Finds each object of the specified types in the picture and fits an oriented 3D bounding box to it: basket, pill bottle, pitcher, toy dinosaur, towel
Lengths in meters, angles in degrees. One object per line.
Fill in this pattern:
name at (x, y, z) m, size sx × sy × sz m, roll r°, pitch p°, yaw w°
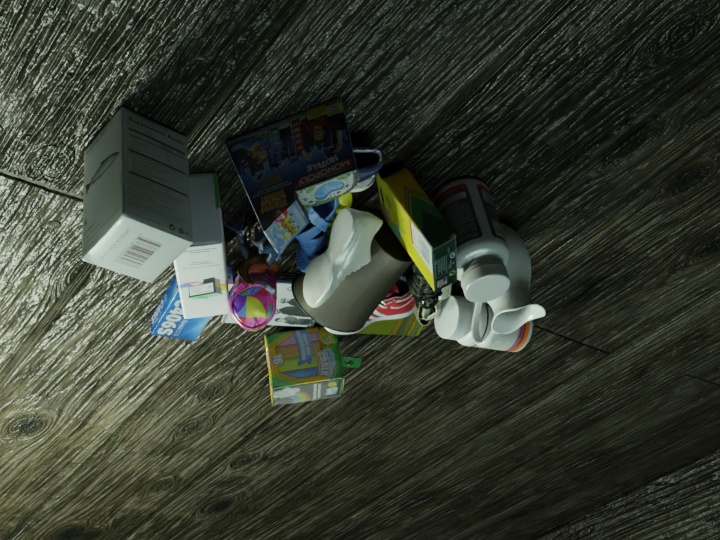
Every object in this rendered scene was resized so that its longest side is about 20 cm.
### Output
basket at (0.000, 0.000, 1.515) m, size 0.178 × 0.138 × 0.200 m, roll 18°, pitch 132°, yaw -36°
pill bottle at (0.196, -0.051, 1.438) m, size 0.108 × 0.203 × 0.112 m, roll -8°, pitch 146°, yaw -6°
pitcher at (0.254, 0.028, 1.568) m, size 0.120 × 0.203 × 0.171 m, roll 16°, pitch 137°, yaw -35°
toy dinosaur at (-0.180, -0.023, 1.409) m, size 0.103 × 0.203 × 0.183 m, roll 10°, pitch 149°, yaw 12°
pill bottle at (0.262, 0.110, 1.766) m, size 0.197 × 0.111 × 0.110 m, roll 10°, pitch 140°, yaw -28°
towel at (0.049, 0.106, 1.778) m, size 0.196 × 0.018 × 0.087 m, roll 3°, pitch 137°, yaw -20°

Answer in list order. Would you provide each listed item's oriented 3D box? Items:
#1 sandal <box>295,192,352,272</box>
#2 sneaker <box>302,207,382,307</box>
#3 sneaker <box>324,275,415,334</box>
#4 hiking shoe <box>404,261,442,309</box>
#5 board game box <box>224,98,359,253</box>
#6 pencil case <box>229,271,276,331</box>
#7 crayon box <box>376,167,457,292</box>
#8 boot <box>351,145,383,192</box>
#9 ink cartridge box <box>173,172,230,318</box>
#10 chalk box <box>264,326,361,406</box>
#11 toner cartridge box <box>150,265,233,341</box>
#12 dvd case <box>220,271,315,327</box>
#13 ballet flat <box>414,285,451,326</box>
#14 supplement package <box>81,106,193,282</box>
sandal at (-0.084, -0.074, 1.415) m, size 0.086 × 0.080 × 0.202 m, roll -17°, pitch 143°, yaw -34°
sneaker at (-0.026, -0.013, 1.405) m, size 0.087 × 0.076 × 0.201 m, roll 5°, pitch 130°, yaw -39°
sneaker at (0.019, 0.062, 1.656) m, size 0.196 × 0.072 × 0.113 m, roll -15°, pitch 150°, yaw -10°
hiking shoe at (0.132, 0.018, 1.538) m, size 0.074 × 0.103 × 0.200 m, roll -17°, pitch -179°, yaw -8°
board game box at (-0.097, -0.135, 1.229) m, size 0.196 × 0.203 × 0.062 m, roll -18°, pitch 145°, yaw 9°
pencil case at (-0.186, 0.041, 1.452) m, size 0.086 × 0.090 × 0.200 m, roll -9°, pitch -170°, yaw -5°
crayon box at (0.093, -0.080, 1.386) m, size 0.050 × 0.201 × 0.128 m, roll -26°, pitch 148°, yaw -10°
boot at (-0.063, -0.159, 1.305) m, size 0.196 × 0.074 × 0.090 m, roll -12°, pitch 168°, yaw -16°
ink cartridge box at (-0.265, -0.037, 1.361) m, size 0.082 × 0.147 × 0.202 m, roll -5°, pitch 145°, yaw -9°
chalk box at (-0.098, 0.198, 1.750) m, size 0.196 × 0.126 × 0.125 m, roll -7°, pitch 155°, yaw -9°
toner cartridge box at (-0.322, 0.059, 1.568) m, size 0.093 × 0.044 × 0.200 m, roll 10°, pitch 139°, yaw -30°
dvd case at (-0.165, 0.059, 1.635) m, size 0.196 × 0.025 × 0.151 m, roll 5°, pitch 142°, yaw -22°
ballet flat at (0.152, 0.046, 1.671) m, size 0.066 × 0.076 × 0.202 m, roll -1°, pitch 143°, yaw -14°
supplement package at (-0.324, -0.109, 1.194) m, size 0.116 × 0.203 × 0.116 m, roll 22°, pitch 134°, yaw -39°
